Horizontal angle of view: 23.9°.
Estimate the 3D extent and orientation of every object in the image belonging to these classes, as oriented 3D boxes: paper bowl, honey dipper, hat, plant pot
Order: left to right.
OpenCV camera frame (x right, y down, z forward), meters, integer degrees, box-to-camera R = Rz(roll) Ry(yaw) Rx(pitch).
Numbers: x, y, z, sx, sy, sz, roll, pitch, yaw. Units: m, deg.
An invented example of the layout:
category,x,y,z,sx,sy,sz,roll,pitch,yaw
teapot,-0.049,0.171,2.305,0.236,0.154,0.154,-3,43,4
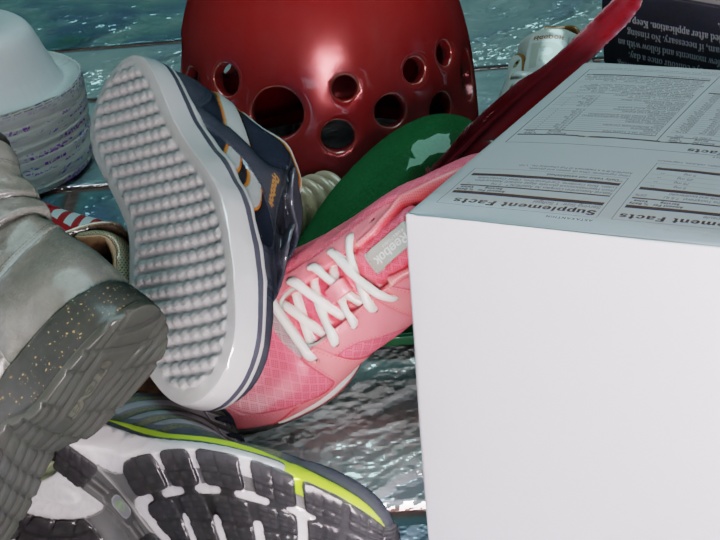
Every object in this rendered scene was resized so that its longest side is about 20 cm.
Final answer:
category,x,y,z,sx,sy,sz,roll,pitch,yaw
paper bowl,-0.288,-0.115,1.163,0.200,0.104,0.201,-5,24,2
honey dipper,-0.084,-0.020,0.957,0.038,0.038,0.200,16,23,39
plant pot,-0.027,-0.154,1.112,0.200,0.183,0.200,-5,24,2
hat,0.030,-0.073,0.908,0.200,0.176,0.166,-9,24,-11

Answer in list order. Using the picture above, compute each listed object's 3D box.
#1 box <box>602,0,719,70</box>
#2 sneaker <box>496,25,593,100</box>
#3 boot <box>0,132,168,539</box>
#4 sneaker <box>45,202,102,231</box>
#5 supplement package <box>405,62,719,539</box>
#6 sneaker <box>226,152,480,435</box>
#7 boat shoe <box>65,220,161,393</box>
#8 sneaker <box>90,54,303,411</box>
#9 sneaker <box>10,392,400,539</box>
category,x,y,z,sx,sy,sz,roll,pitch,yaw
box,0.243,-0.118,0.949,0.197,0.200,0.117,-21,27,-33
sneaker,0.110,-0.107,1.097,0.073,0.085,0.200,3,26,13
boot,-0.180,0.047,0.673,0.200,0.068,0.131,-46,64,-6
sneaker,-0.206,0.003,0.907,0.115,0.078,0.200,6,26,26
supplement package,0.131,0.015,0.720,0.151,0.152,0.200,7,26,26
sneaker,0.000,0.000,0.788,0.200,0.074,0.087,-35,-10,-9
boat shoe,-0.119,0.018,0.787,0.076,0.072,0.200,39,17,28
sneaker,-0.060,-0.017,0.756,0.079,0.078,0.200,21,35,-37
sneaker,-0.066,0.084,0.702,0.200,0.074,0.081,13,25,31
